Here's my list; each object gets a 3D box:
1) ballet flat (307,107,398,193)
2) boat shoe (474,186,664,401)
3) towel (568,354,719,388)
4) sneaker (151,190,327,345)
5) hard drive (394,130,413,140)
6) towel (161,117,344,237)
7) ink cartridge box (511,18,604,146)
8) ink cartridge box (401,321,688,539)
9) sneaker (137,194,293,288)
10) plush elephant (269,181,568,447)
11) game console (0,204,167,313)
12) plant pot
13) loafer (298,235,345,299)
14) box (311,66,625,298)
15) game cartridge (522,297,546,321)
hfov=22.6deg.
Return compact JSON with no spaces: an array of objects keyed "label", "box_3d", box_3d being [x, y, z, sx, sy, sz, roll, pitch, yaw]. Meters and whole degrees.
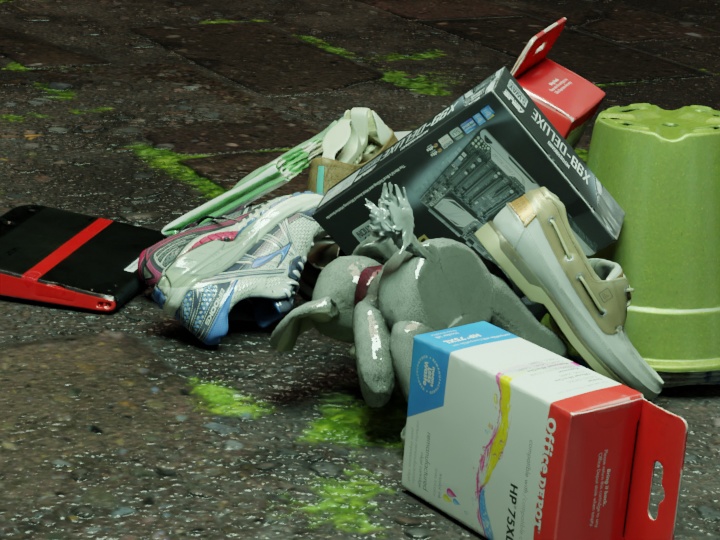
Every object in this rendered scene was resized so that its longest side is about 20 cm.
[{"label":"ballet flat","box_3d":[-0.006,-0.115,1.738,0.068,0.072,0.200,1,22,21]},{"label":"boat shoe","box_3d":[0.176,0.023,1.380,0.068,0.200,0.075,-42,21,5]},{"label":"towel","box_3d":[0.261,0.064,1.534,0.200,0.024,0.147,-4,19,-21]},{"label":"sneaker","box_3d":[-0.082,0.005,1.547,0.200,0.077,0.085,-32,76,-34]},{"label":"hard drive","box_3d":[0.048,-0.100,1.830,0.132,0.027,0.200,-4,22,-6]},{"label":"towel","box_3d":[-0.099,-0.089,1.758,0.152,0.023,0.200,-28,7,25]},{"label":"ink cartridge box","box_3d":[0.140,-0.105,1.525,0.067,0.200,0.116,31,25,9]},{"label":"ink cartridge box","box_3d":[0.116,0.120,1.182,0.067,0.116,0.200,-9,21,-36]},{"label":"sneaker","box_3d":[-0.117,-0.026,1.648,0.075,0.081,0.200,14,21,34]},{"label":"plush elephant","box_3d":[0.025,0.038,1.375,0.165,0.200,0.155,-37,11,-33]},{"label":"game console","box_3d":[-0.273,-0.010,1.662,0.177,0.031,0.200,13,20,10]},{"label":"plant pot","box_3d":[0.252,-0.036,1.501,0.200,0.190,0.200,0,16,0]},{"label":"loafer","box_3d":[0.000,0.000,1.601,0.073,0.071,0.200,-5,20,-25]},{"label":"box","box_3d":[0.085,-0.045,1.448,0.200,0.158,0.050,-32,16,31]},{"label":"game cartridge","box_3d":[0.121,-0.007,1.622,0.133,0.041,0.200,34,25,16]}]
